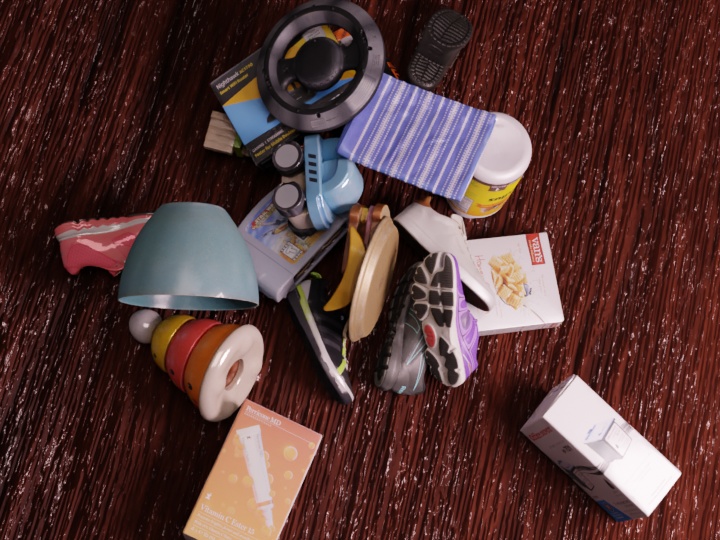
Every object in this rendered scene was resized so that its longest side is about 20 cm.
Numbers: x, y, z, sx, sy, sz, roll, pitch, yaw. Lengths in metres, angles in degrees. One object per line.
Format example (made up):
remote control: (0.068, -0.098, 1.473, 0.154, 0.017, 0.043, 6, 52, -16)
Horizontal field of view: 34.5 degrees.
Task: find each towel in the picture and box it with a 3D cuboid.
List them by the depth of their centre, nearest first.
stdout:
towel: (0.078, -0.193, 1.633, 0.197, 0.024, 0.146, 22, 71, 13)

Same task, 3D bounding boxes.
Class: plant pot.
plant pot: (-0.240, -0.021, 1.638, 0.196, 0.200, 0.138, 2, 82, -6)

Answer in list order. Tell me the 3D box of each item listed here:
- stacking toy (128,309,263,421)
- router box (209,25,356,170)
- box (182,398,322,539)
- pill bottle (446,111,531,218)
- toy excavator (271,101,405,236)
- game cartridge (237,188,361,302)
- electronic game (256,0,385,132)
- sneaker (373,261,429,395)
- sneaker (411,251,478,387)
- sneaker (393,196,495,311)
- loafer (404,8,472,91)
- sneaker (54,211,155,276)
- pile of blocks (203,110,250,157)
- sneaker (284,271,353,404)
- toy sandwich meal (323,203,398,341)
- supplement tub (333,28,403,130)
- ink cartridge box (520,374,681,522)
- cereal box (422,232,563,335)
stacking toy: (-0.251, 0.114, 1.666, 0.198, 0.147, 0.147, 24, 71, 21)
router box: (-0.104, -0.267, 1.725, 0.198, 0.051, 0.151, -33, 78, 7)
box: (-0.150, 0.302, 1.617, 0.123, 0.098, 0.202, 24, 72, 1)
pill bottle: (0.183, -0.148, 1.735, 0.107, 0.200, 0.111, 2, 73, -6)
toy excavator: (-0.022, -0.159, 1.684, 0.196, 0.100, 0.198, -7, 67, 11)
game cartridge: (-0.106, -0.059, 1.739, 0.132, 0.042, 0.200, 35, 68, 20)
electronic game: (-0.058, -0.296, 1.669, 0.196, 0.042, 0.204, -5, 75, 19)
sneaker: (0.079, 0.088, 1.731, 0.078, 0.075, 0.203, 18, 79, -14)
sneaker: (0.130, 0.065, 1.683, 0.083, 0.080, 0.204, -28, 118, -44)
sneaker: (0.144, -0.032, 1.722, 0.084, 0.073, 0.200, -40, 79, -13)
loafer: (0.114, -0.344, 1.852, 0.072, 0.072, 0.201, 35, 53, -1)
sneaker: (-0.349, -0.037, 1.719, 0.196, 0.074, 0.089, -7, 90, -6)
pile of blocks: (-0.143, -0.211, 1.790, 0.196, 0.062, 0.084, -10, 77, -1)
sneaker: (-0.041, 0.095, 1.705, 0.082, 0.072, 0.202, -22, 78, -14)
toy sandwich meal: (0.000, 0.000, 1.681, 0.069, 0.206, 0.208, 16, 72, 11)
supplement tub: (0.010, -0.268, 1.791, 0.122, 0.123, 0.201, -32, 81, -15)
ink cartridge box: (0.340, 0.258, 1.663, 0.199, 0.147, 0.086, 41, 75, 7)
cereal box: (0.201, 0.023, 1.771, 0.196, 0.040, 0.147, -7, 74, -8)
